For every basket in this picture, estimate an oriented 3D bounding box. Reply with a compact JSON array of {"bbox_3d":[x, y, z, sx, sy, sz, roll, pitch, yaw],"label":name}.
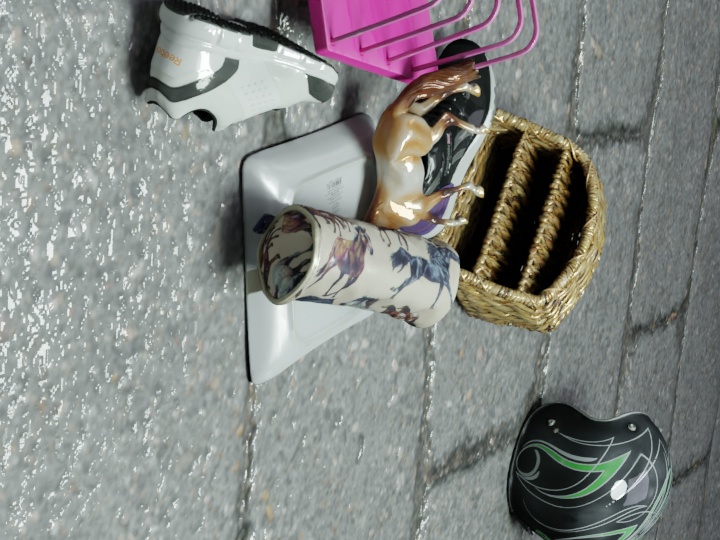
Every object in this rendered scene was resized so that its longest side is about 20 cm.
[{"bbox_3d":[0.181,-0.052,1.342,0.149,0.141,0.202,51,56,-54],"label":"basket"}]

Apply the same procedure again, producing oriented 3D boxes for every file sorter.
[{"bbox_3d":[0.055,-0.248,1.038,0.199,0.124,0.141,3,77,-60],"label":"file sorter"}]

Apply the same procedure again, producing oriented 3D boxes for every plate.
[{"bbox_3d":[-0.032,-0.022,1.098,0.199,0.032,0.203,-28,123,-53],"label":"plate"}]

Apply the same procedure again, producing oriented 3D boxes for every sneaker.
[{"bbox_3d":[0.073,-0.135,1.190,0.087,0.075,0.203,32,73,-62],"label":"sneaker"},{"bbox_3d":[-0.091,-0.145,0.933,0.199,0.073,0.081,3,114,-56],"label":"sneaker"}]

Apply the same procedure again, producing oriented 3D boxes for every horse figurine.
[{"bbox_3d":[0.054,-0.095,1.110,0.131,0.050,0.203,-11,123,-27],"label":"horse figurine"}]

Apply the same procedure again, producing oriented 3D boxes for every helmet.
[{"bbox_3d":[0.308,0.274,1.623,0.199,0.188,0.203,-29,125,-52],"label":"helmet"}]

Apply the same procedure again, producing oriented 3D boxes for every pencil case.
[{"bbox_3d":[0.000,0.000,1.034,0.198,0.089,0.079,12,67,-46],"label":"pencil case"}]
